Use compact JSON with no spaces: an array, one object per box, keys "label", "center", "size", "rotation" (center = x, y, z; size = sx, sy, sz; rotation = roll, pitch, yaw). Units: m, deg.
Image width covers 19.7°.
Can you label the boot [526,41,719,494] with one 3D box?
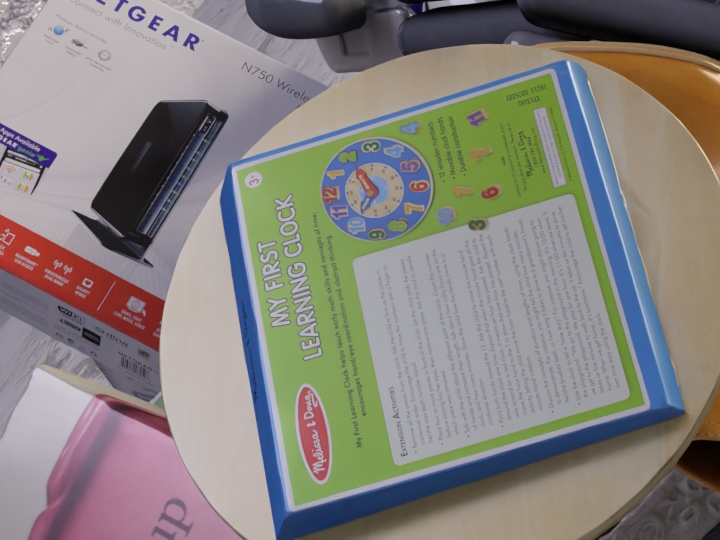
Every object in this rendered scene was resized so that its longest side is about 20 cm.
[{"label":"boot","center":[0.115,0.004,0.698],"size":[0.071,0.199,0.145],"rotation":[97,-165,-49]}]

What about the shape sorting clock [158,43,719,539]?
[{"label":"shape sorting clock","center":[0.026,0.012,0.682],"size":[0.198,0.039,0.202],"rotation":[-8,59,12]}]

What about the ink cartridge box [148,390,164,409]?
[{"label":"ink cartridge box","center":[-0.038,0.124,0.921],"size":[0.146,0.048,0.201],"rotation":[-45,45,18]}]

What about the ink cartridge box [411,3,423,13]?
[{"label":"ink cartridge box","center":[0.072,-0.199,1.090],"size":[0.200,0.198,0.043],"rotation":[-51,56,3]}]

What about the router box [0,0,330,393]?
[{"label":"router box","center":[-0.105,-0.041,1.061],"size":[0.180,0.199,0.049],"rotation":[-62,-5,-28]}]

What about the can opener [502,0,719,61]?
[{"label":"can opener","center":[0.152,-0.067,0.786],"size":[0.066,0.198,0.053],"rotation":[47,-122,-80]}]

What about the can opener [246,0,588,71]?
[{"label":"can opener","center":[0.025,-0.115,0.924],"size":[0.066,0.053,0.199],"rotation":[-23,15,-35]}]

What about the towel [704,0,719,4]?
[{"label":"towel","center":[0.184,-0.144,0.819],"size":[0.165,0.200,0.086],"rotation":[-33,30,28]}]

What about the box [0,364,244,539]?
[{"label":"box","center":[-0.043,0.135,0.729],"size":[0.199,0.109,0.129],"rotation":[23,85,30]}]

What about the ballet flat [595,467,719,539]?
[{"label":"ballet flat","center":[0.101,0.081,0.774],"size":[0.200,0.072,0.072],"rotation":[-50,15,-4]}]

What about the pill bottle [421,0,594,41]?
[{"label":"pill bottle","center":[0.085,-0.109,1.029],"size":[0.201,0.115,0.116],"rotation":[98,-162,-53]}]

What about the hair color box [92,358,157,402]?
[{"label":"hair color box","center":[-0.106,0.033,1.175],"size":[0.098,0.201,0.061],"rotation":[10,54,38]}]
